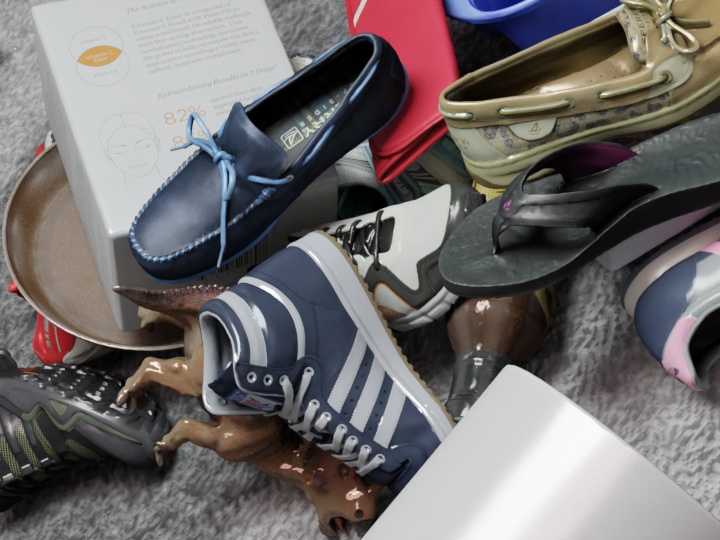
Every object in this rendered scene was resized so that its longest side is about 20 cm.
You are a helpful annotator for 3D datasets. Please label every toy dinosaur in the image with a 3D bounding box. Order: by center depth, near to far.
[{"bbox_3d":[-0.065,0.065,1.436,0.135,0.201,0.086,-14,28,30],"label":"toy dinosaur"}]

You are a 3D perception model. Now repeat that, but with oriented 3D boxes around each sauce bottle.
[{"bbox_3d":[0.085,0.010,1.430,0.064,0.065,0.201,-5,58,33],"label":"sauce bottle"}]

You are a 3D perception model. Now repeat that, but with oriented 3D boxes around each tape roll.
[{"bbox_3d":[0.107,0.163,1.206,0.139,0.203,0.202,-50,45,-5],"label":"tape roll"}]

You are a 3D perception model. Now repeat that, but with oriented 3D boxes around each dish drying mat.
[{"bbox_3d":[0.024,-0.141,1.497,0.077,0.018,0.201,-40,35,25],"label":"dish drying mat"}]

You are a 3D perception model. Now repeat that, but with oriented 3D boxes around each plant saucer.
[{"bbox_3d":[-0.138,-0.021,1.584,0.199,0.032,0.201,0,52,0],"label":"plant saucer"}]

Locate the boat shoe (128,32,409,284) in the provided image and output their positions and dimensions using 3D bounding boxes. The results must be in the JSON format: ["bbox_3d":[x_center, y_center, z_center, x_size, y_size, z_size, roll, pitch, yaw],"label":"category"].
[{"bbox_3d":[-0.063,-0.078,1.415,0.200,0.069,0.084,-45,66,-9],"label":"boat shoe"}]

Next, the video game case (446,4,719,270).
[{"bbox_3d":[0.175,-0.096,1.416,0.199,0.023,0.182,-29,43,-17],"label":"video game case"}]

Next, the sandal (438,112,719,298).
[{"bbox_3d":[0.130,-0.048,1.321,0.199,0.048,0.075,-25,39,-5],"label":"sandal"}]

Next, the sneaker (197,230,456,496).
[{"bbox_3d":[-0.018,0.085,1.371,0.108,0.070,0.201,-27,81,-29],"label":"sneaker"}]

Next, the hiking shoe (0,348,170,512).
[{"bbox_3d":[-0.214,0.114,1.577,0.199,0.076,0.101,14,104,25],"label":"hiking shoe"}]

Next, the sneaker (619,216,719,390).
[{"bbox_3d":[0.245,-0.007,1.329,0.200,0.070,0.082,-38,51,17],"label":"sneaker"}]

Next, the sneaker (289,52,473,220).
[{"bbox_3d":[-0.006,-0.078,1.551,0.200,0.077,0.087,33,91,48],"label":"sneaker"}]

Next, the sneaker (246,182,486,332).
[{"bbox_3d":[0.000,0.000,1.439,0.200,0.080,0.074,-35,34,43],"label":"sneaker"}]

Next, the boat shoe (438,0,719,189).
[{"bbox_3d":[0.143,-0.116,1.358,0.199,0.063,0.073,-28,38,5],"label":"boat shoe"}]

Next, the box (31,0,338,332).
[{"bbox_3d":[-0.115,-0.084,1.545,0.151,0.107,0.201,-14,55,-11],"label":"box"}]

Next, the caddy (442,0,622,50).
[{"bbox_3d":[0.127,-0.231,1.540,0.200,0.105,0.141,-50,46,-5],"label":"caddy"}]

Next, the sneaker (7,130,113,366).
[{"bbox_3d":[-0.212,-0.015,1.658,0.085,0.077,0.201,-33,44,22],"label":"sneaker"}]
